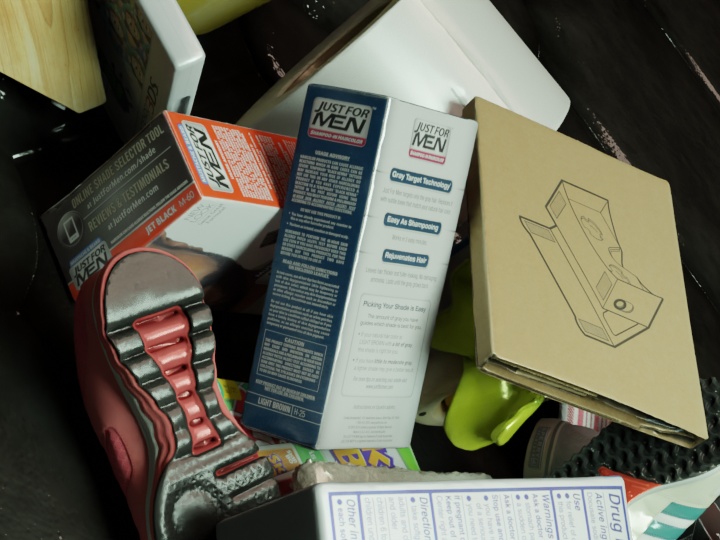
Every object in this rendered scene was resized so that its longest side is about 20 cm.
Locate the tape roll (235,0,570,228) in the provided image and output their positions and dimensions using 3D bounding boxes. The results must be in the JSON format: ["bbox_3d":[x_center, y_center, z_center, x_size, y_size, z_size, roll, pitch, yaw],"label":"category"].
[{"bbox_3d":[0.026,-0.105,1.198,0.139,0.202,0.203,49,27,-11],"label":"tape roll"}]

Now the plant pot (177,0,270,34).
[{"bbox_3d":[-0.086,-0.271,1.221,0.201,0.189,0.201,39,30,-28],"label":"plant pot"}]

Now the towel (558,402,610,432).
[{"bbox_3d":[0.175,0.091,1.324,0.200,0.030,0.147,-36,130,-63],"label":"towel"}]

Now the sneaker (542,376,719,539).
[{"bbox_3d":[0.174,0.146,1.084,0.070,0.199,0.094,49,-13,37],"label":"sneaker"}]

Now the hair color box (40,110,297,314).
[{"bbox_3d":[-0.079,-0.029,1.037,0.200,0.111,0.064,7,52,-55],"label":"hair color box"}]

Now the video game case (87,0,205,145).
[{"bbox_3d":[-0.157,-0.169,1.034,0.024,0.182,0.200,-26,79,-19],"label":"video game case"}]

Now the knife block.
[{"bbox_3d":[-0.197,-0.207,0.978,0.200,0.176,0.064,28,5,-42],"label":"knife block"}]

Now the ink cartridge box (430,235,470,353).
[{"bbox_3d":[0.112,0.005,1.269,0.084,0.146,0.200,55,27,4],"label":"ink cartridge box"}]

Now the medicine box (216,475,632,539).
[{"bbox_3d":[0.044,0.202,0.863,0.199,0.103,0.183,4,72,-34],"label":"medicine box"}]

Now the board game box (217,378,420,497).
[{"bbox_3d":[-0.018,0.122,1.058,0.200,0.030,0.096,17,44,-54],"label":"board game box"}]

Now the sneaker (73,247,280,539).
[{"bbox_3d":[-0.102,0.088,0.909,0.074,0.087,0.201,-15,92,-32],"label":"sneaker"}]

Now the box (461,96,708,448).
[{"bbox_3d":[0.136,-0.001,1.063,0.163,0.021,0.201,21,47,-25],"label":"box"}]

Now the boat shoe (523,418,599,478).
[{"bbox_3d":[0.174,0.154,1.210,0.201,0.071,0.070,39,65,-61],"label":"boat shoe"}]

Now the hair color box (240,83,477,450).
[{"bbox_3d":[0.000,0.000,1.002,0.100,0.060,0.201,8,96,-56],"label":"hair color box"}]

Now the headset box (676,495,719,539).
[{"bbox_3d":[0.222,0.209,1.206,0.075,0.148,0.200,60,27,8],"label":"headset box"}]

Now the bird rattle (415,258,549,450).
[{"bbox_3d":[0.103,0.056,1.121,0.200,0.163,0.113,-6,73,-49],"label":"bird rattle"}]

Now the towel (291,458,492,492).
[{"bbox_3d":[0.030,0.181,1.023,0.200,0.034,0.133,15,60,-53],"label":"towel"}]
